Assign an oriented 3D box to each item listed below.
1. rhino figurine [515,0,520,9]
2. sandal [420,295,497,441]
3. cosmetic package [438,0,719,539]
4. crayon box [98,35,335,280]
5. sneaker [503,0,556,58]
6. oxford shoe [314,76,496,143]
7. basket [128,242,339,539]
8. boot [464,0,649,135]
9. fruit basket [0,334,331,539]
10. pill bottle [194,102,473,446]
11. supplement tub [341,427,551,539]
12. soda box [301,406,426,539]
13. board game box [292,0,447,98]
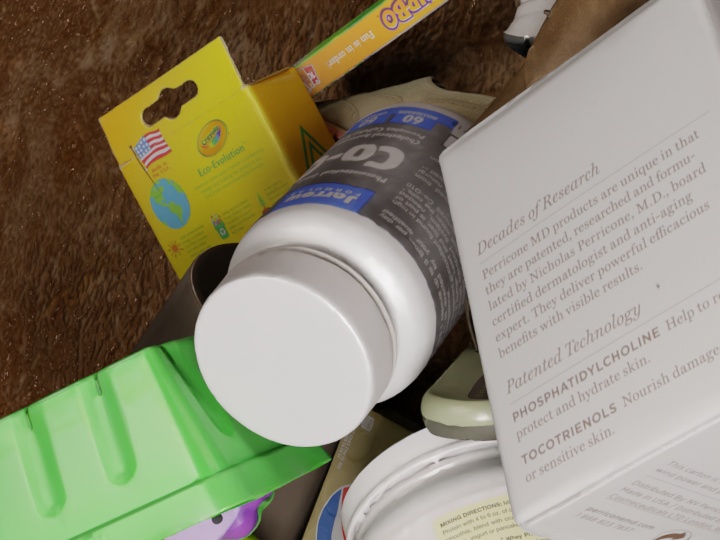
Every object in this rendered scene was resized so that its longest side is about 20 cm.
[{"bbox_3d":[0.131,-0.139,1.056,0.087,0.060,0.201,15,90,40],"label":"rhino figurine"},{"bbox_3d":[0.085,0.024,0.969,0.080,0.201,0.058,-8,107,22],"label":"sandal"},{"bbox_3d":[0.163,0.011,0.874,0.166,0.167,0.200,-36,50,35],"label":"cosmetic package"},{"bbox_3d":[-0.062,-0.034,1.164,0.127,0.051,0.200,-26,93,40],"label":"crayon box"},{"bbox_3d":[0.167,-0.147,0.969,0.199,0.074,0.087,3,81,24],"label":"sneaker"},{"bbox_3d":[0.022,-0.080,1.171,0.074,0.071,0.200,-45,30,-17],"label":"oxford shoe"},{"bbox_3d":[-0.084,0.095,1.115,0.180,0.136,0.200,47,124,31],"label":"basket"},{"bbox_3d":[0.113,-0.109,0.932,0.200,0.073,0.076,-41,55,36],"label":"boot"},{"bbox_3d":[-0.109,0.154,1.002,0.215,0.155,0.216,2,95,21],"label":"fruit basket"},{"bbox_3d":[0.000,0.000,0.998,0.114,0.114,0.200,-36,8,35],"label":"pill bottle"},{"bbox_3d":[0.076,0.183,0.922,0.145,0.145,0.200,-45,45,27],"label":"supplement tub"},{"bbox_3d":[0.002,0.181,1.072,0.068,0.064,0.200,24,93,50],"label":"soda box"},{"bbox_3d":[0.027,-0.161,1.168,0.200,0.030,0.096,-35,7,38],"label":"board game box"}]
